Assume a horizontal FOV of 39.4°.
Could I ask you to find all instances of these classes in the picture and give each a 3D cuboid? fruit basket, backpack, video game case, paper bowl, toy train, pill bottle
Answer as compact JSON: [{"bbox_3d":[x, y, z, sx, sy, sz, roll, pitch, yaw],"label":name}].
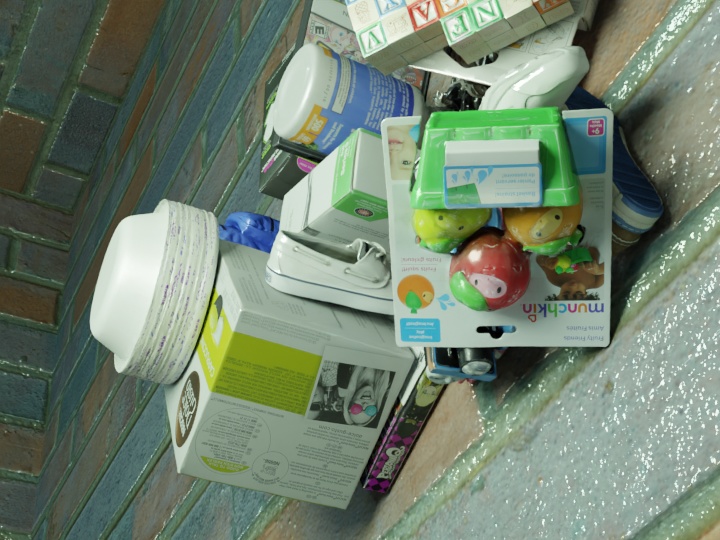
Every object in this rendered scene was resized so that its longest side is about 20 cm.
[{"bbox_3d":[0.111,-0.027,0.813,0.094,0.183,0.203,-59,-33,-72],"label":"fruit basket"},{"bbox_3d":[-0.176,-0.002,1.454,0.162,0.198,0.170,1,76,65],"label":"backpack"},{"bbox_3d":[0.027,0.117,1.142,0.183,0.035,0.200,-64,25,20],"label":"video game case"},{"bbox_3d":[-0.237,0.019,1.128,0.201,0.103,0.202,-52,28,44],"label":"paper bowl"},{"bbox_3d":[0.089,0.016,0.964,0.114,0.086,0.202,128,144,-53],"label":"toy train"},{"bbox_3d":[-0.004,-0.221,1.250,0.025,0.179,0.203,-11,65,63],"label":"video game case"},{"bbox_3d":[0.007,-0.178,1.175,0.112,0.198,0.113,-44,36,46],"label":"pill bottle"}]

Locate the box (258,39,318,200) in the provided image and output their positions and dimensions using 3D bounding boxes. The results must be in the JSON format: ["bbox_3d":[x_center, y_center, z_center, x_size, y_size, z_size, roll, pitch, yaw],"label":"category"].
[{"bbox_3d":[-0.044,-0.193,1.354,0.124,0.147,0.202,-42,38,46],"label":"box"}]

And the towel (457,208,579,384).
[{"bbox_3d":[0.140,-0.001,0.987,0.200,0.030,0.147,-53,32,37],"label":"towel"}]

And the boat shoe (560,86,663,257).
[{"bbox_3d":[0.192,-0.093,0.883,0.073,0.072,0.201,-56,29,35],"label":"boat shoe"}]

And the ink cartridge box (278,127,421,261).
[{"bbox_3d":[0.007,-0.069,1.170,0.200,0.145,0.085,-32,47,55],"label":"ink cartridge box"}]

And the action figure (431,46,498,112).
[{"bbox_3d":[0.118,-0.233,1.098,0.119,0.101,0.202,33,103,53],"label":"action figure"}]

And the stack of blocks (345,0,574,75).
[{"bbox_3d":[0.091,-0.264,0.971,0.198,0.058,0.116,-22,74,19],"label":"stack of blocks"}]

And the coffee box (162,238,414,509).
[{"bbox_3d":[-0.091,0.112,1.112,0.200,0.198,0.200,-67,23,16],"label":"coffee box"}]

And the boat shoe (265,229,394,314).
[{"bbox_3d":[0.000,0.000,1.071,0.074,0.198,0.066,-122,43,-62],"label":"boat shoe"}]

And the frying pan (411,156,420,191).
[{"bbox_3d":[0.079,-0.056,1.051,0.191,0.114,0.031,-59,36,30],"label":"frying pan"}]

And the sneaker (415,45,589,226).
[{"bbox_3d":[0.138,-0.107,0.871,0.100,0.077,0.200,56,134,13],"label":"sneaker"}]

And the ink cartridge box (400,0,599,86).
[{"bbox_3d":[0.135,-0.270,1.009,0.198,0.045,0.178,19,90,25],"label":"ink cartridge box"}]
